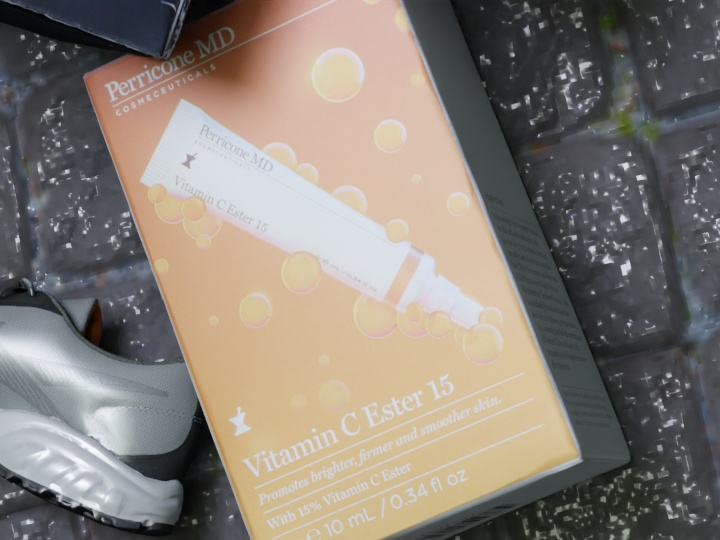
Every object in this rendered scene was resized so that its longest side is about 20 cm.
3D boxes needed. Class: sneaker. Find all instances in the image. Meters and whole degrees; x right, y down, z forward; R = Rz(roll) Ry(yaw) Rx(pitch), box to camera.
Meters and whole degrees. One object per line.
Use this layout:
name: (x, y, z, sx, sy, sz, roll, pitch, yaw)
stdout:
sneaker: (-0.150, 0.035, 0.966, 0.199, 0.074, 0.080, 22, 83, 11)

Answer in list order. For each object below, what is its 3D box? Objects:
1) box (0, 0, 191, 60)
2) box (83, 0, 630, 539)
box: (-0.111, -0.189, 0.887, 0.123, 0.200, 0.198, 17, 92, -18)
box: (0.000, 0.000, 0.903, 0.124, 0.097, 0.201, -24, 79, 13)
